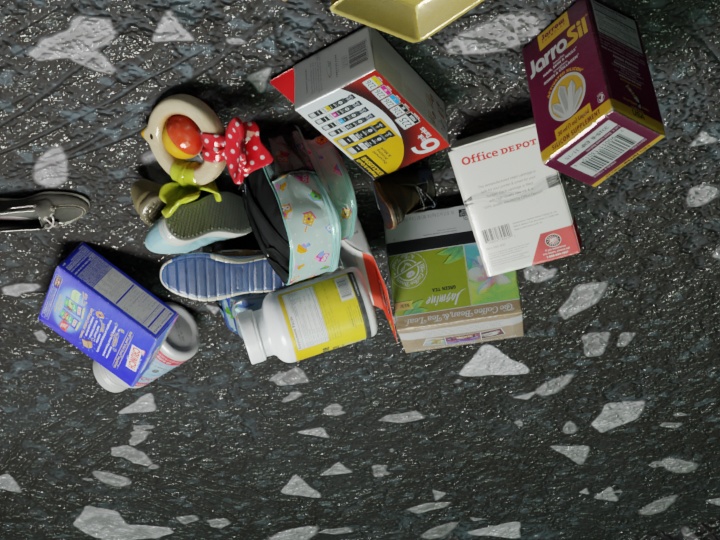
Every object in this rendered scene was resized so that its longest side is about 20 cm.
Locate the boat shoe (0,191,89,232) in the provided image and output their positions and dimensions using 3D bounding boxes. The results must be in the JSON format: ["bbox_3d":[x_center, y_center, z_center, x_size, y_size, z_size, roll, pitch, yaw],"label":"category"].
[{"bbox_3d":[-0.514,-0.080,1.781,0.198,0.057,0.067,-1,147,-6],"label":"boat shoe"}]

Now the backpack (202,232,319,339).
[{"bbox_3d":[-0.150,0.033,1.908,0.182,0.148,0.200,-12,151,-7],"label":"backpack"}]

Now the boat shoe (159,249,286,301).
[{"bbox_3d":[-0.205,0.004,1.769,0.198,0.072,0.073,2,103,-13],"label":"boat shoe"}]

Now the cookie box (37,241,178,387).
[{"bbox_3d":[-0.418,0.076,1.931,0.200,0.075,0.171,37,139,0],"label":"cookie box"}]

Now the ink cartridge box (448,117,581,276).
[{"bbox_3d":[0.229,-0.111,1.719,0.146,0.083,0.201,-15,104,15],"label":"ink cartridge box"}]

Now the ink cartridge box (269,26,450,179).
[{"bbox_3d":[-0.001,-0.218,1.618,0.175,0.084,0.200,-23,143,26],"label":"ink cartridge box"}]

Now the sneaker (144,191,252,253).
[{"bbox_3d":[-0.242,-0.068,1.746,0.082,0.074,0.199,-26,170,38],"label":"sneaker"}]

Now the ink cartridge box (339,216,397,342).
[{"bbox_3d":[0.000,0.000,1.843,0.057,0.201,0.163,-15,146,-1],"label":"ink cartridge box"}]

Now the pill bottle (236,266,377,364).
[{"bbox_3d":[-0.082,0.074,1.777,0.199,0.113,0.112,-17,147,-6],"label":"pill bottle"}]

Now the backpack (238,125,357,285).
[{"bbox_3d":[-0.087,-0.088,1.697,0.152,0.201,0.176,-9,147,-14],"label":"backpack"}]

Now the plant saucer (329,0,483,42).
[{"bbox_3d":[0.085,-0.361,1.404,0.199,0.049,0.199,-29,161,31],"label":"plant saucer"}]

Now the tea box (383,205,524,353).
[{"bbox_3d":[0.150,0.011,1.867,0.198,0.198,0.134,-9,160,6],"label":"tea box"}]

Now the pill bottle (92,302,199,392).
[{"bbox_3d":[-0.387,0.144,2.091,0.199,0.109,0.108,-31,139,34],"label":"pill bottle"}]

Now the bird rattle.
[{"bbox_3d":[-0.229,-0.167,1.617,0.163,0.113,0.200,50,139,-3],"label":"bird rattle"}]

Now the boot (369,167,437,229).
[{"bbox_3d":[0.070,-0.117,1.722,0.096,0.200,0.075,-16,108,0],"label":"boot"}]

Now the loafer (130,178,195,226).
[{"bbox_3d":[-0.285,-0.093,1.787,0.076,0.068,0.200,-37,158,3],"label":"loafer"}]

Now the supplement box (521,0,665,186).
[{"bbox_3d":[0.301,-0.235,1.528,0.103,0.201,0.131,18,140,-31],"label":"supplement box"}]
